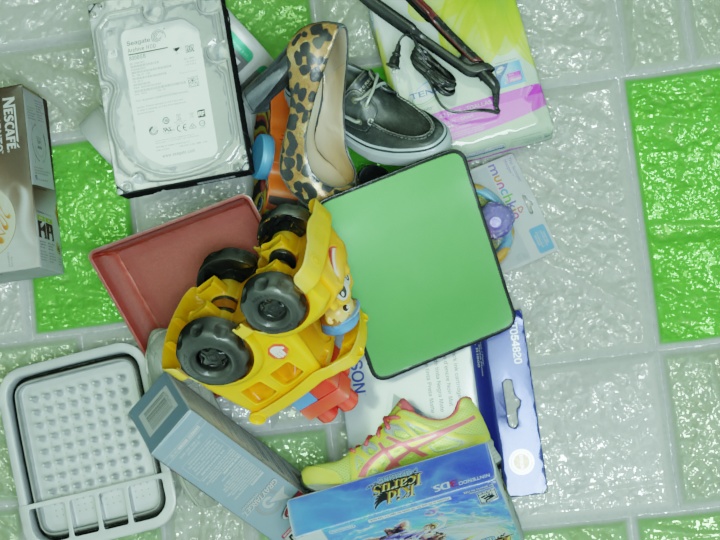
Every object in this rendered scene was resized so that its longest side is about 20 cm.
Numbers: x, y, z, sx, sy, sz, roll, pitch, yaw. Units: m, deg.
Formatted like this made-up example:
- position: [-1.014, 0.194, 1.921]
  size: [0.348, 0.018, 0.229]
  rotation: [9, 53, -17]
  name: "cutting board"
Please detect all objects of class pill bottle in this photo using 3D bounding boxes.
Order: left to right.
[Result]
- position: [-0.195, -0.189, 1.415]
  size: [0.200, 0.113, 0.113]
  rotation: [-43, 80, 1]
  name: "pill bottle"

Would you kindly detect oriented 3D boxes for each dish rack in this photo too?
- position: [-0.288, 0.188, 1.427]
  size: [0.172, 0.044, 0.200]
  rotation: [-14, 83, 7]
  name: "dish rack"

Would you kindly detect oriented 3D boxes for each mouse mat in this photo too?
- position: [0.056, -0.004, 1.317]
  size: [0.161, 0.008, 0.200]
  rotation: [-21, 107, -7]
  name: "mouse mat"

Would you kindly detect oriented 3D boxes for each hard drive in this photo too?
- position: [-0.191, -0.183, 1.340]
  size: [0.140, 0.038, 0.200]
  rotation: [-10, 84, 6]
  name: "hard drive"

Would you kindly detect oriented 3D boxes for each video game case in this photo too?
- position: [0.050, 0.251, 1.305]
  size: [0.200, 0.181, 0.045]
  rotation: [-17, 55, 6]
  name: "video game case"

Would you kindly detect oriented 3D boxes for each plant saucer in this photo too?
- position: [-0.150, 0.030, 1.373]
  size: [0.200, 0.037, 0.200]
  rotation: [-19, 110, 22]
  name: "plant saucer"

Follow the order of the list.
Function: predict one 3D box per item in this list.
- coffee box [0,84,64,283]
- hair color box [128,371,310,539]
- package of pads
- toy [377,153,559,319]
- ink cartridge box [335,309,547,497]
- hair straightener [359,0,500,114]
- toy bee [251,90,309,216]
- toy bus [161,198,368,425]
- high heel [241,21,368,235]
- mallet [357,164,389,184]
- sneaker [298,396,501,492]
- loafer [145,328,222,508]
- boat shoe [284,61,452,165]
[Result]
- position: [-0.396, -0.090, 1.450]
  size: [0.114, 0.080, 0.200]
  rotation: [-7, 84, 7]
  name: "coffee box"
- position: [-0.129, 0.192, 1.324]
  size: [0.200, 0.099, 0.061]
  rotation: [41, 90, -29]
  name: "hair color box"
- position: [0.102, -0.214, 1.400]
  size: [0.154, 0.068, 0.200]
  rotation: [-15, 82, 5]
  name: "package of pads"
- position: [0.102, -0.041, 1.355]
  size: [0.200, 0.047, 0.115]
  rotation: [-23, 83, -17]
  name: "toy"
- position: [0.082, 0.148, 1.380]
  size: [0.200, 0.041, 0.200]
  rotation: [-9, 83, 7]
  name: "ink cartridge box"
- position: [0.063, -0.222, 1.356]
  size: [0.077, 0.041, 0.200]
  rotation: [-45, 85, 1]
  name: "hair straightener"
- position: [-0.096, -0.094, 1.396]
  size: [0.131, 0.109, 0.200]
  rotation: [25, 47, -8]
  name: "toy bee"
- position: [-0.060, 0.058, 1.273]
  size: [0.192, 0.136, 0.200]
  rotation: [41, 122, -21]
  name: "toy bus"
- position: [-0.020, -0.135, 1.289]
  size: [0.143, 0.071, 0.200]
  rotation: [-38, 86, 40]
  name: "high heel"
- position: [0.064, -0.029, 1.404]
  size: [0.200, 0.066, 0.041]
  rotation: [43, 63, -5]
  name: "mallet"
- position: [0.034, 0.176, 1.329]
  size: [0.200, 0.078, 0.090]
  rotation: [-12, 83, -3]
  name: "sneaker"
- position: [-0.179, 0.152, 1.388]
  size: [0.070, 0.070, 0.200]
  rotation: [-17, 111, -24]
  name: "loafer"
- position: [0.000, -0.166, 1.337]
  size: [0.200, 0.071, 0.072]
  rotation: [24, 57, 25]
  name: "boat shoe"
